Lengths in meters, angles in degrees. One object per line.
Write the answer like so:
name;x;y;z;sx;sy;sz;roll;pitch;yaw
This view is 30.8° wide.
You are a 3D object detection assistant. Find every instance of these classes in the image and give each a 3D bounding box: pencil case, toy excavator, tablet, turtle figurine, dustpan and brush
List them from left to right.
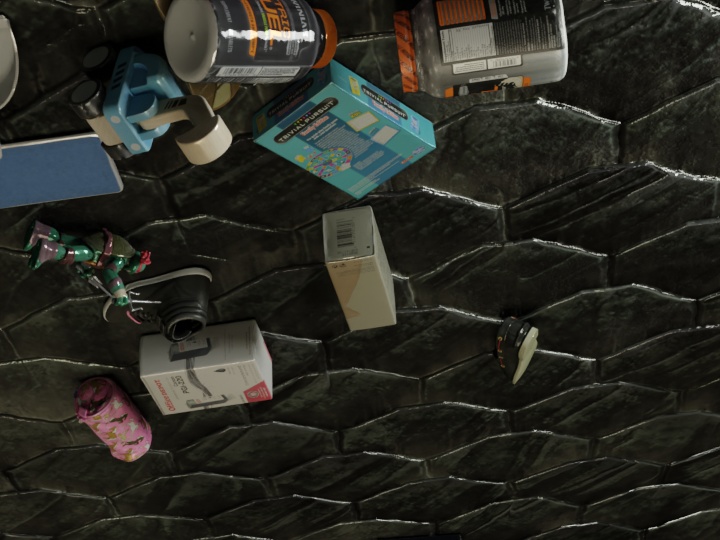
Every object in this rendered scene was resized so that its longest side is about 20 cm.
dustpan and brush;-0.476;-0.219;1.616;0.138;0.058;0.201;-6;146;0
tablet;-0.436;-0.137;1.787;0.198;0.014;0.131;-8;146;2
turtle figurine;-0.387;-0.013;1.908;0.199;0.102;0.149;19;180;-29
pencil case;-0.438;0.267;2.322;0.086;0.083;0.200;-12;146;8
toy excavator;-0.241;-0.196;1.556;0.198;0.196;0.100;-13;137;20

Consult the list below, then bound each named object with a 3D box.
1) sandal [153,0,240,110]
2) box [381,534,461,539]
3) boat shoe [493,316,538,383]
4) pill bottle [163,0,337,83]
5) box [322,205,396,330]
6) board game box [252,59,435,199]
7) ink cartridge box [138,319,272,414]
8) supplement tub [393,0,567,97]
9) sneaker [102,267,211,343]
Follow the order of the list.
sandal;-0.198;-0.285;1.565;0.080;0.054;0.201;-32;129;-9
box;0.135;0.710;3.020;0.198;0.125;0.197;-3;145;-5
boat shoe;0.265;0.136;2.252;0.063;0.074;0.202;27;161;16
pill bottle;-0.121;-0.271;1.518;0.199;0.107;0.106;-8;156;-43
box;0.000;0.000;1.981;0.077;0.096;0.201;-9;145;6
board game box;-0.021;-0.186;1.743;0.150;0.047;0.199;-31;138;33
ink cartridge box;-0.258;0.164;2.194;0.198;0.085;0.146;-7;146;6
supplement tub;0.143;-0.276;1.567;0.198;0.124;0.123;-7;146;4
sneaker;-0.320;0.070;2.032;0.198;0.100;0.071;-18;146;21
